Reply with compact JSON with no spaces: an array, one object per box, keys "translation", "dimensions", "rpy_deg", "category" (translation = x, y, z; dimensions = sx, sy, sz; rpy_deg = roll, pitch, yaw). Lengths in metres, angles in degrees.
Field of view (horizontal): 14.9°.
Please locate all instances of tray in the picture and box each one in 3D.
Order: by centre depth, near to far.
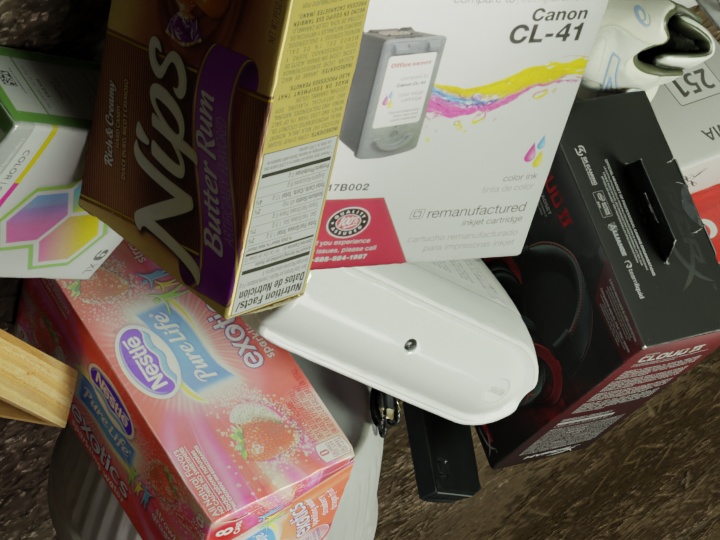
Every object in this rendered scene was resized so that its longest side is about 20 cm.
[{"translation":[-0.230,0.036,1.401],"dimensions":[0.200,0.098,0.037],"rpy_deg":[38,62,-67],"category":"tray"}]

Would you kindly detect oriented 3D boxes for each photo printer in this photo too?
[{"translation":[0.000,0.000,1.478],"dimensions":[0.200,0.167,0.070],"rpy_deg":[25,110,-41],"category":"photo printer"}]

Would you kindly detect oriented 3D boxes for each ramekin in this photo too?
[{"translation":[-0.080,0.106,1.618],"dimensions":[0.200,0.200,0.105],"rpy_deg":[-20,144,-31],"category":"ramekin"}]

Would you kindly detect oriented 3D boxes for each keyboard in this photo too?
[{"translation":[0.026,0.038,1.635],"dimensions":[0.021,0.201,0.127],"rpy_deg":[-16,167,23],"category":"keyboard"}]

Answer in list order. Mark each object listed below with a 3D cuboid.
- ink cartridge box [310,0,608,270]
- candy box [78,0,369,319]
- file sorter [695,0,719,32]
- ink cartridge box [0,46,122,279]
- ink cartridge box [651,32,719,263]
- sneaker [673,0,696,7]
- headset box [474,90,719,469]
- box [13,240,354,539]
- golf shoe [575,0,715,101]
[{"translation":[0.028,-0.103,1.326],"dimensions":[0.147,0.086,0.200],"rpy_deg":[-4,131,-27],"category":"ink cartridge box"},{"translation":[-0.063,-0.093,1.267],"dimensions":[0.056,0.117,0.201],"rpy_deg":[-16,131,-43],"category":"candy box"},{"translation":[0.196,-0.217,1.359],"dimensions":[0.139,0.200,0.125],"rpy_deg":[-36,153,3],"category":"file sorter"},{"translation":[-0.150,-0.051,1.382],"dimensions":[0.104,0.059,0.200],"rpy_deg":[-47,155,23],"category":"ink cartridge box"},{"translation":[0.182,-0.050,1.684],"dimensions":[0.200,0.176,0.045],"rpy_deg":[-20,154,-32],"category":"ink cartridge box"},{"translation":[0.211,-0.203,1.517],"dimensions":[0.200,0.074,0.115],"rpy_deg":[-26,161,25],"category":"sneaker"},{"translation":[0.121,0.003,1.536],"dimensions":[0.075,0.149,0.200],"rpy_deg":[-11,161,-31],"category":"headset box"},{"translation":[-0.099,0.066,1.496],"dimensions":[0.094,0.200,0.103],"rpy_deg":[-23,155,-26],"category":"box"},{"translation":[0.154,-0.118,1.539],"dimensions":[0.200,0.097,0.079],"rpy_deg":[19,82,-69],"category":"golf shoe"}]
